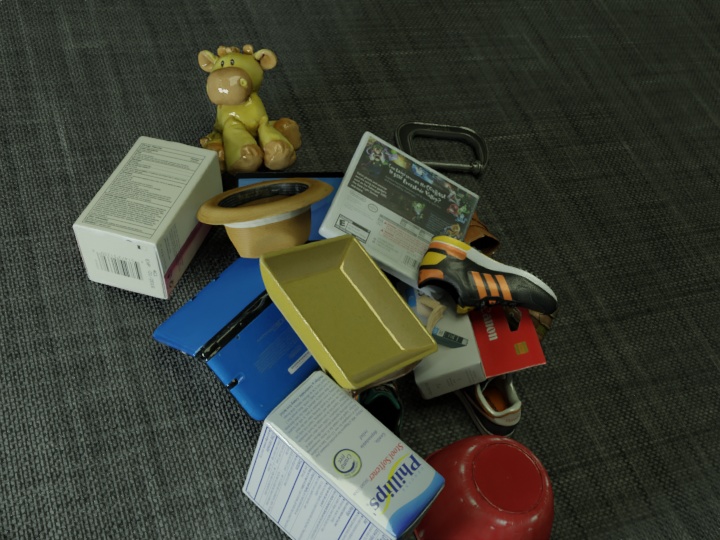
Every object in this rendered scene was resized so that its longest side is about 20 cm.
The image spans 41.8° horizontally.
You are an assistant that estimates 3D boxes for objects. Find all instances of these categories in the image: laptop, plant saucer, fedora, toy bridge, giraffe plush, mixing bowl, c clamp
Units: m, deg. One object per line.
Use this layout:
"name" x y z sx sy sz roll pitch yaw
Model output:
"laptop" -0.086 -0.042 1.379 0.175 0.104 0.201 -3 45 -20
"plant saucer" -0.021 0.056 1.182 0.201 0.048 0.199 53 34 15
"fedora" -0.127 -0.069 1.299 0.198 0.083 0.201 -8 17 2
"toy bridge" 0.052 0.104 1.260 0.067 0.027 0.200 27 51 34
"giraffe plush" -0.182 -0.255 1.440 0.170 0.164 0.200 -10 30 -9
"mixing bowl" 0.169 0.287 1.205 0.198 0.109 0.202 9 49 -11
"c clamp" 0.138 -0.198 1.638 0.197 0.027 0.172 -2 48 -18

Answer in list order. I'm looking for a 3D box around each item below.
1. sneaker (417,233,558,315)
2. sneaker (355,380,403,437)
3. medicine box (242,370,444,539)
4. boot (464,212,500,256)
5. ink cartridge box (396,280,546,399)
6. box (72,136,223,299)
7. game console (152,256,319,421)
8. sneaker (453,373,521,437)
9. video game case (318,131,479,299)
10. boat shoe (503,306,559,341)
"sneaker" 0.172 0.031 1.307 0.198 0.070 0.091 27 72 4
"sneaker" 0.025 0.167 1.267 0.070 0.080 0.202 3 52 -12
"medicine box" -0.026 0.254 1.113 0.199 0.183 0.103 39 52 14
"boot" 0.109 -0.072 1.443 0.198 0.077 0.156 1 38 -43
"ink cartridge box" 0.150 0.070 1.327 0.174 0.045 0.201 -18 42 7
"box" -0.289 -0.077 1.320 0.126 0.110 0.201 13 47 13
"game console" -0.139 0.080 1.244 0.200 0.118 0.171 -43 98 -30
"sneaker" 0.158 0.142 1.337 0.078 0.080 0.200 -26 63 -32
"video game case" 0.059 -0.081 1.362 0.198 0.023 0.183 29 62 -9
"boat shoe" 0.199 0.041 1.431 0.199 0.072 0.068 29 89 29
